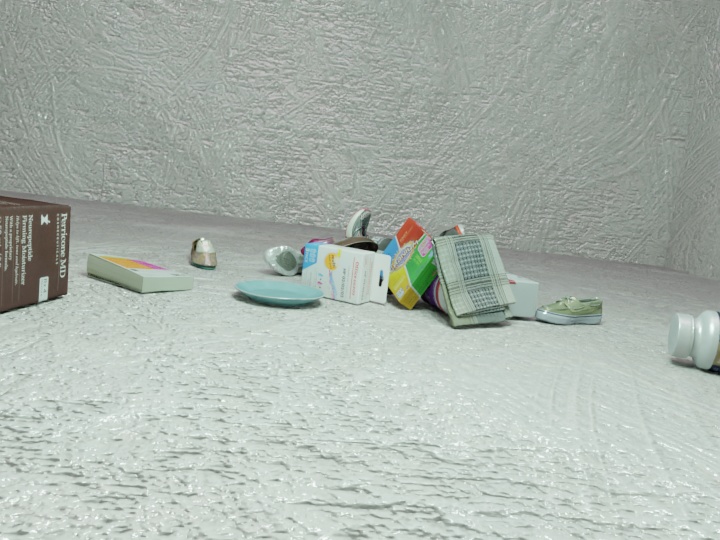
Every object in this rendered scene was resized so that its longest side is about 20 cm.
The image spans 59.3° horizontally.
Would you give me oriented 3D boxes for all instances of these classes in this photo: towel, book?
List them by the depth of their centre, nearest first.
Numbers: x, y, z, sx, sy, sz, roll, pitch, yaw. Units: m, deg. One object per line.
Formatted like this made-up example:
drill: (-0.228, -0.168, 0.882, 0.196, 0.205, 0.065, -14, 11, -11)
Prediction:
book: (-0.472, 0.005, 1.357, 0.197, 0.049, 0.133, 14, 8, 34)
towel: (0.246, 0.017, 1.359, 0.189, 0.204, 0.034, -4, -15, -37)

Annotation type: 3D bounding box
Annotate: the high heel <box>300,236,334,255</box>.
high heel: (-0.115, -0.045, 1.739, 0.094, 0.069, 0.201, -16, -18, -5)

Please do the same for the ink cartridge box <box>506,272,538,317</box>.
ink cartridge box: (0.317, 0.048, 1.544, 0.142, 0.085, 0.200, 4, 9, -19)

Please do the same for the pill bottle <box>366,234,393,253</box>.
pill bottle: (0.073, -0.040, 1.897, 0.197, 0.117, 0.113, 12, 9, 35)

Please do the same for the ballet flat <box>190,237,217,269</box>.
ballet flat: (-0.430, -0.053, 1.717, 0.067, 0.069, 0.199, 2, 9, -26)

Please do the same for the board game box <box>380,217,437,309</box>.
board game box: (0.117, -0.021, 1.495, 0.040, 0.154, 0.200, 31, 12, -27)

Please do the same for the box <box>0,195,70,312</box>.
box: (-0.615, -0.034, 1.053, 0.160, 0.170, 0.200, 7, 8, 9)

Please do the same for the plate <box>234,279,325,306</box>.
plate: (-0.174, 0.051, 1.363, 0.195, 0.026, 0.200, 6, 8, -1)

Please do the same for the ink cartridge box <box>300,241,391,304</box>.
ink cartridge box: (-0.036, 0.007, 1.457, 0.196, 0.118, 0.068, 10, 9, 26)

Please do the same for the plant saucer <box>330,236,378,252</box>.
plant saucer: (-0.048, -0.039, 1.671, 0.196, 0.033, 0.201, -20, -19, -7)

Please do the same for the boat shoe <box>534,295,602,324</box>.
boat shoe: (0.503, 0.092, 1.526, 0.196, 0.064, 0.072, 2, 9, -28)

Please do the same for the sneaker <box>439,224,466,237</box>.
sneaker: (0.238, -0.057, 1.625, 0.080, 0.079, 0.200, -13, 17, 8)

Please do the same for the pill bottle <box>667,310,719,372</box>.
pill bottle: (0.695, 0.138, 1.193, 0.196, 0.114, 0.111, 9, 8, 16)

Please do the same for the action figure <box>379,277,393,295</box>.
action figure: (0.000, 0.000, 1.603, 0.197, 0.107, 0.192, 14, 16, 37)

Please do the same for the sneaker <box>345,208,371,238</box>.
sneaker: (-0.005, -0.081, 1.846, 0.073, 0.204, 0.080, 14, -6, 29)

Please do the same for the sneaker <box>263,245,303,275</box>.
sneaker: (-0.203, -0.024, 1.744, 0.098, 0.080, 0.198, 5, -5, 39)

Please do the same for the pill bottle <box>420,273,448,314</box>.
pill bottle: (0.198, 0.035, 1.479, 0.110, 0.115, 0.200, 4, 9, -19)
